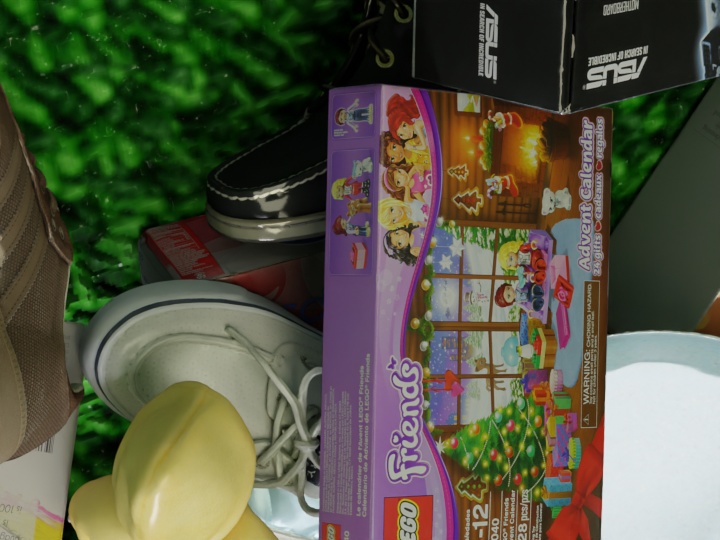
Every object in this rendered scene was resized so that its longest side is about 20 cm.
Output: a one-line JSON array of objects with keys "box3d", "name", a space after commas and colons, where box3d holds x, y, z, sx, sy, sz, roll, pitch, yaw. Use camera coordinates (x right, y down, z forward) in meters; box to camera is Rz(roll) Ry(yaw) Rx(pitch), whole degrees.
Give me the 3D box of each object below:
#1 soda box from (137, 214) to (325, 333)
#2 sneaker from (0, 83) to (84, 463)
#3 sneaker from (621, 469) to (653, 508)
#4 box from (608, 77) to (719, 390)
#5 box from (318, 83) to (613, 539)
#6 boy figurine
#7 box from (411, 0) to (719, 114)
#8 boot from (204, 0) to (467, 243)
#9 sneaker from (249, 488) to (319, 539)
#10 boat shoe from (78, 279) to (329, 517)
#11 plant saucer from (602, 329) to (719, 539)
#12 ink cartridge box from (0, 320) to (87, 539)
[{"box3d": [0.000, 0.000, 1.056, 0.198, 0.063, 0.071, -14, 121, -19], "name": "soda box"}, {"box3d": [-0.159, -0.023, 0.923, 0.075, 0.070, 0.202, -22, 108, -58], "name": "sneaker"}, {"box3d": [0.117, 0.080, 1.141, 0.199, 0.085, 0.077, 27, 100, -34], "name": "sneaker"}, {"box3d": [0.222, -0.026, 1.133, 0.124, 0.098, 0.201, 28, 101, -33], "name": "box"}, {"box3d": [0.047, 0.026, 0.971, 0.136, 0.039, 0.202, 1, 89, -39], "name": "box"}, {"box3d": [-0.073, 0.116, 0.961, 0.065, 0.123, 0.201, -58, 157, -28], "name": "boy figurine"}, {"box3d": [0.119, -0.167, 0.966, 0.199, 0.086, 0.165, -15, 114, -44], "name": "box"}, {"box3d": [0.007, -0.113, 0.997, 0.202, 0.073, 0.155, -26, 122, -24], "name": "boot"}, {"box3d": [0.014, 0.106, 1.110, 0.199, 0.074, 0.082, 11, 112, -31], "name": "sneaker"}, {"box3d": [-0.026, 0.070, 0.987, 0.201, 0.086, 0.075, 26, 103, -35], "name": "boat shoe"}, {"box3d": [0.141, 0.101, 1.086, 0.199, 0.039, 0.202, 3, 124, 4], "name": "plant saucer"}, {"box3d": [-0.191, 0.114, 0.963, 0.116, 0.067, 0.202, 13, 79, -30], "name": "ink cartridge box"}]
